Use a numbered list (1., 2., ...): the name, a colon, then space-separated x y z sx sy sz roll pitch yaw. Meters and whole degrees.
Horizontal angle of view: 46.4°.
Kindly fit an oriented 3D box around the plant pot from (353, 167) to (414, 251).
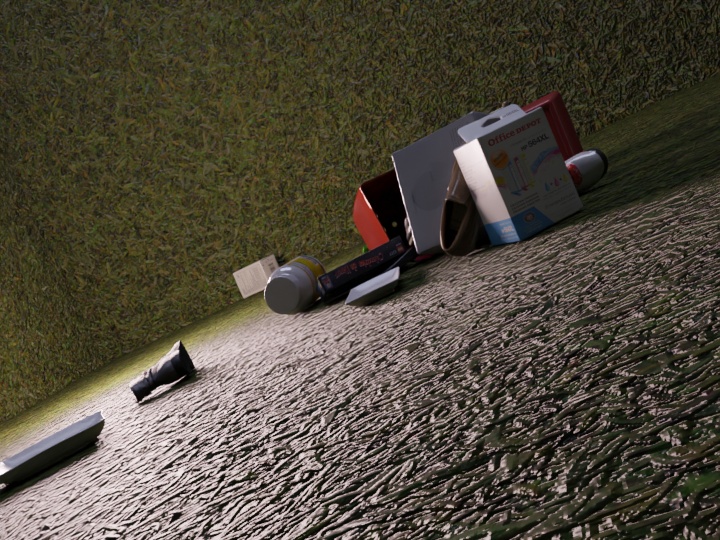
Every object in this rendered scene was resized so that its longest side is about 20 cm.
1. plant pot: 0.089 -0.136 2.181 0.197 0.203 0.176 -27 -6 -28

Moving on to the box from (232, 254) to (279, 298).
1. box: -0.465 0.027 3.835 0.198 0.130 0.108 -21 5 40

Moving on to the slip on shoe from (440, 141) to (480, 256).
1. slip on shoe: 0.176 -0.126 1.456 0.075 0.205 0.060 19 13 37

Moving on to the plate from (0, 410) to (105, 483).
1. plate: -0.532 0.309 1.457 0.197 0.033 0.199 -27 5 -19

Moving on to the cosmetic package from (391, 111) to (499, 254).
1. cosmetic package: 0.188 -0.158 1.563 0.198 0.204 0.121 -21 -10 41

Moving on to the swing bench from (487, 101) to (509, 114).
1. swing bench: 0.272 -0.217 1.818 0.195 0.203 0.130 -25 -16 3

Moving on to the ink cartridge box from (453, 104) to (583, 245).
1. ink cartridge box: 0.250 -0.163 1.377 0.126 0.204 0.125 -25 4 -11

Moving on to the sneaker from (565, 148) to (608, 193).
1. sneaker: 0.359 -0.153 1.558 0.107 0.068 0.200 -30 2 -39

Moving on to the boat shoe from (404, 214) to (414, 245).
1. boat shoe: 0.119 -0.099 1.745 0.073 0.064 0.201 -38 -1 12

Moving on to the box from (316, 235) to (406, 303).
1. box: 0.000 0.000 1.812 0.197 0.038 0.137 -27 -9 -9

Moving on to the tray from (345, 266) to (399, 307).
1. tray: 0.028 0.034 1.547 0.105 0.023 0.200 -25 4 5

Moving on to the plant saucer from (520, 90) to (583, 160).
1. plant saucer: 0.345 -0.237 1.707 0.197 0.204 0.037 -24 -12 19

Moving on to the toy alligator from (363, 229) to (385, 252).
1. toy alligator: 0.093 -0.087 2.452 0.198 0.060 0.054 -27 47 -32

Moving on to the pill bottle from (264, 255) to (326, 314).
1. pill bottle: -0.152 0.037 1.949 0.111 0.115 0.200 -24 4 17

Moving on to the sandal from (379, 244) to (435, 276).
1. sandal: 0.127 -0.036 1.736 0.199 0.045 0.075 -40 -3 5

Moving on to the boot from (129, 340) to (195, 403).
1. boot: -0.421 0.213 1.762 0.130 0.071 0.200 -31 0 -5
